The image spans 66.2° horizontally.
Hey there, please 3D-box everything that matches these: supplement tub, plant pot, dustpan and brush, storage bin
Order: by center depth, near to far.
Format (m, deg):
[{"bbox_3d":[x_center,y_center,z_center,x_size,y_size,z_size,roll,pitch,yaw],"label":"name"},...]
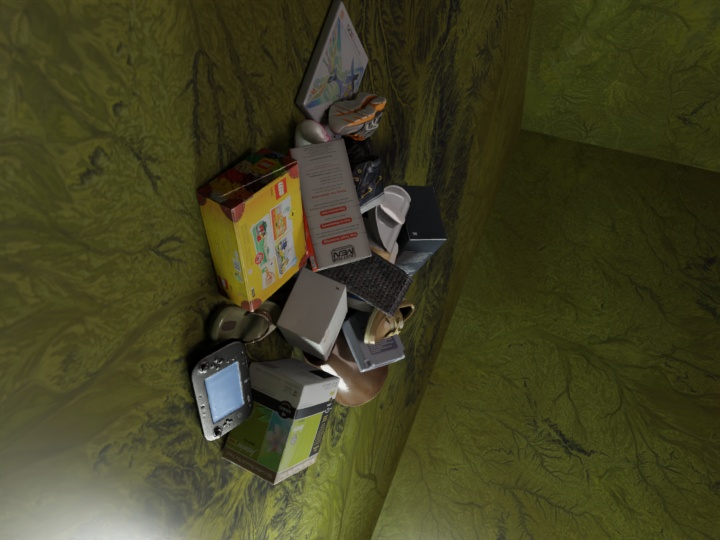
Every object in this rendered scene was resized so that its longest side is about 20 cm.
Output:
[{"bbox_3d":[0.000,0.000,1.161,0.095,0.198,0.135,-58,-169,0],"label":"storage bin"},{"bbox_3d":[0.046,-0.141,1.185,0.199,0.057,0.142,36,69,-37],"label":"dustpan and brush"},{"bbox_3d":[0.008,-0.018,1.305,0.144,0.142,0.205,4,103,-70],"label":"supplement tub"},{"bbox_3d":[-0.052,0.203,1.318,0.200,0.184,0.190,46,63,-52],"label":"plant pot"}]

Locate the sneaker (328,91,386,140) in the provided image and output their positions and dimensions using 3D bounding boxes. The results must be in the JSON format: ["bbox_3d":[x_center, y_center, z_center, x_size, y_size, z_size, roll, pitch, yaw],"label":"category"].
[{"bbox_3d":[-0.005,-0.291,1.086,0.200,0.077,0.079,-43,154,-53],"label":"sneaker"}]

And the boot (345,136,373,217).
[{"bbox_3d":[-0.023,-0.172,1.184,0.159,0.078,0.215,-62,149,-44],"label":"boot"}]

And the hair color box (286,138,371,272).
[{"bbox_3d":[-0.055,-0.109,0.939,0.061,0.099,0.205,163,-86,-75],"label":"hair color box"}]

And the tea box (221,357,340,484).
[{"bbox_3d":[-0.156,0.299,1.139,0.199,0.131,0.202,20,86,-70],"label":"tea box"}]

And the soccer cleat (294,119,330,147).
[{"bbox_3d":[-0.082,-0.177,1.017,0.202,0.068,0.088,83,8,-52],"label":"soccer cleat"}]

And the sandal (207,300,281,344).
[{"bbox_3d":[-0.195,0.100,0.980,0.200,0.056,0.082,-4,110,-69],"label":"sandal"}]

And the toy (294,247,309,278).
[{"bbox_3d":[-0.115,-0.057,1.083,0.117,0.046,0.200,-67,159,-12],"label":"toy"}]

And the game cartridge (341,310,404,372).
[{"bbox_3d":[0.030,0.159,1.301,0.198,0.040,0.136,1,65,-60],"label":"game cartridge"}]

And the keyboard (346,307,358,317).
[{"bbox_3d":[0.008,0.066,1.437,0.200,0.040,0.103,-48,167,32],"label":"keyboard"}]

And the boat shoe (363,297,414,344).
[{"bbox_3d":[0.069,0.111,1.266,0.200,0.065,0.076,-43,145,-54],"label":"boat shoe"}]

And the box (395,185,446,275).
[{"bbox_3d":[0.114,-0.096,1.393,0.200,0.104,0.152,128,-44,-58],"label":"box"}]

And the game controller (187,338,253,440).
[{"bbox_3d":[-0.236,0.205,0.947,0.103,0.042,0.204,-21,133,-27],"label":"game controller"}]

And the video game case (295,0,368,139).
[{"bbox_3d":[-0.048,-0.363,1.047,0.182,0.022,0.204,37,72,-69],"label":"video game case"}]

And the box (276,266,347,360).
[{"bbox_3d":[-0.093,0.095,1.133,0.201,0.096,0.127,92,21,-72],"label":"box"}]

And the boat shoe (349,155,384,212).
[{"bbox_3d":[-0.024,-0.149,1.036,0.200,0.070,0.093,-38,129,-46],"label":"boat shoe"}]

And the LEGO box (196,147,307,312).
[{"bbox_3d":[-0.162,-0.063,0.875,0.149,0.076,0.203,-44,146,-39],"label":"LEGO box"}]
